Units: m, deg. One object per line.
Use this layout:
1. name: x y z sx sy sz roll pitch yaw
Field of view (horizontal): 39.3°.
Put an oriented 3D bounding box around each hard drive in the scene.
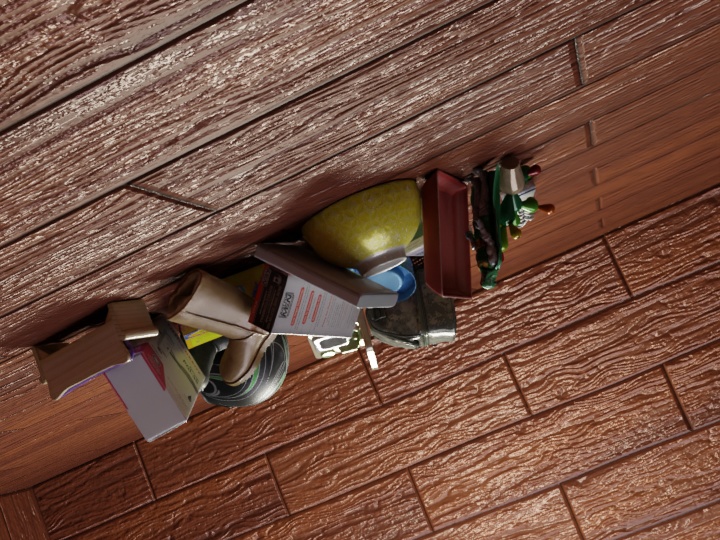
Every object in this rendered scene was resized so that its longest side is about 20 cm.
1. hard drive: -0.053 0.007 1.590 0.132 0.199 0.027 1 112 -62

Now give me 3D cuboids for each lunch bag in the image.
1. lunch bag: 0.093 0.080 1.923 0.167 0.140 0.200 -8 172 2

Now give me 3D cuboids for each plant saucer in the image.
1. plant saucer: 0.141 -0.054 1.665 0.037 0.201 0.200 -4 176 20

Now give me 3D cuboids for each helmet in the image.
1. helmet: -0.238 0.176 2.061 0.190 0.201 0.200 -16 172 8

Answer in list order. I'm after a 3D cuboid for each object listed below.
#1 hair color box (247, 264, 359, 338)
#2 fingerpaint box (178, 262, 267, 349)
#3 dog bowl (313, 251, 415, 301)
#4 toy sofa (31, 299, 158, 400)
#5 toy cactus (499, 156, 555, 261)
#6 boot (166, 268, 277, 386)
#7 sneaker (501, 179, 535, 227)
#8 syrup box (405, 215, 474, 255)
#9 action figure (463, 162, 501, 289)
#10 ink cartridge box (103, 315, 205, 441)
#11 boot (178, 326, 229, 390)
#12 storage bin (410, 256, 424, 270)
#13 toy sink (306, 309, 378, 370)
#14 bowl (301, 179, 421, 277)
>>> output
1. hair color box: -0.084 0.053 1.658 0.061 0.102 0.200 23 -171 38
2. fingerpaint box: -0.225 0.059 1.769 0.199 0.074 0.167 -21 172 -10
3. dog bowl: 0.000 0.000 1.783 0.199 0.050 0.112 4 141 3
4. toy sofa: -0.423 0.129 1.620 0.200 0.098 0.083 -28 169 26
5. toy cactus: 0.269 -0.124 1.747 0.200 0.102 0.165 -56 151 -28
6. boot: -0.236 0.094 1.639 0.200 0.066 0.175 24 105 -46
7. sneaker: 0.324 -0.130 2.021 0.073 0.071 0.200 -23 171 5
8. syrup box: 0.129 -0.077 1.822 0.079 0.082 0.200 -29 170 22
9. action figure: 0.207 -0.067 1.687 0.054 0.201 0.118 -1 164 -12
10. ink cartridge box: -0.352 0.180 1.739 0.083 0.147 0.200 -28 -166 8
11. boot: -0.241 0.131 1.929 0.199 0.182 0.073 -15 139 -5
12. storage bin: 0.054 -0.010 1.998 0.135 0.094 0.200 -16 170 -38
13. toy sink: -0.048 0.090 1.875 0.112 0.201 0.130 -16 156 0
14. bowl: 0.017 -0.053 1.602 0.199 0.108 0.200 -22 172 -3
